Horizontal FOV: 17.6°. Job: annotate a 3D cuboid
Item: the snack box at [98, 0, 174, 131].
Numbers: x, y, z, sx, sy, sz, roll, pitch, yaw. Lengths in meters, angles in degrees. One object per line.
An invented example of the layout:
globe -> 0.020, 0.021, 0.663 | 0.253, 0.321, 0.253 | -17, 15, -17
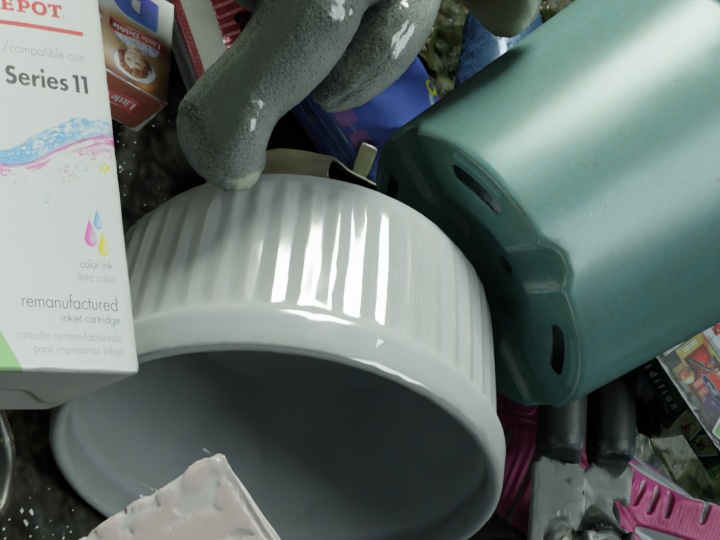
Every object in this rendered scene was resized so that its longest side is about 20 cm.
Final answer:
snack box -> -0.167, -0.134, 0.988 | 0.200, 0.024, 0.072 | 30, 36, -27

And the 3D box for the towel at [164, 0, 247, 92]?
towel -> -0.023, -0.181, 1.112 | 0.200, 0.023, 0.144 | -30, 112, -29

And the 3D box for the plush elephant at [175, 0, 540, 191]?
plush elephant -> -0.010, -0.146, 1.036 | 0.165, 0.200, 0.155 | 54, 11, 16

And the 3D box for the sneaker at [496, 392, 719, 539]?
sneaker -> 0.124, 0.128, 1.314 | 0.200, 0.088, 0.081 | 38, 81, -17

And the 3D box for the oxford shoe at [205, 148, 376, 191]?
oxford shoe -> 0.000, 0.000, 1.174 | 0.200, 0.074, 0.071 | 38, 52, -53

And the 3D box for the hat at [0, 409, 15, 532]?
hat -> -0.193, 0.081, 0.916 | 0.200, 0.081, 0.201 | 13, 73, -50

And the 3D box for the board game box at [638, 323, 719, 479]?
board game box -> 0.165, -0.002, 1.219 | 0.105, 0.023, 0.200 | -34, 90, -35

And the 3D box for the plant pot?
plant pot -> 0.126, -0.045, 1.101 | 0.196, 0.200, 0.200 | -31, 108, -23

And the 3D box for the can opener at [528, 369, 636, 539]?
can opener -> 0.114, 0.089, 1.235 | 0.053, 0.067, 0.200 | 8, 68, -9

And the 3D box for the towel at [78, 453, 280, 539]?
towel -> -0.085, 0.202, 0.902 | 0.191, 0.200, 0.032 | 57, -4, 10

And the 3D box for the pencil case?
pencil case -> -0.022, -0.118, 1.179 | 0.200, 0.078, 0.087 | 57, 34, -25

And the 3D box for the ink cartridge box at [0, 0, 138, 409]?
ink cartridge box -> -0.159, -0.051, 0.889 | 0.117, 0.067, 0.200 | 3, 72, -39

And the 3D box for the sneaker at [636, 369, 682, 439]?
sneaker -> 0.184, 0.056, 1.325 | 0.090, 0.200, 0.079 | 1, 100, -11

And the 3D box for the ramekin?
ramekin -> -0.033, 0.045, 1.041 | 0.200, 0.200, 0.105 | 40, 43, -39

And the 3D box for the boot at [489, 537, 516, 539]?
boot -> 0.124, 0.213, 1.316 | 0.200, 0.075, 0.097 | 56, 20, -17

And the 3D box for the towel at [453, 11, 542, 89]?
towel -> 0.070, -0.045, 1.259 | 0.112, 0.048, 0.200 | 75, 20, -61
